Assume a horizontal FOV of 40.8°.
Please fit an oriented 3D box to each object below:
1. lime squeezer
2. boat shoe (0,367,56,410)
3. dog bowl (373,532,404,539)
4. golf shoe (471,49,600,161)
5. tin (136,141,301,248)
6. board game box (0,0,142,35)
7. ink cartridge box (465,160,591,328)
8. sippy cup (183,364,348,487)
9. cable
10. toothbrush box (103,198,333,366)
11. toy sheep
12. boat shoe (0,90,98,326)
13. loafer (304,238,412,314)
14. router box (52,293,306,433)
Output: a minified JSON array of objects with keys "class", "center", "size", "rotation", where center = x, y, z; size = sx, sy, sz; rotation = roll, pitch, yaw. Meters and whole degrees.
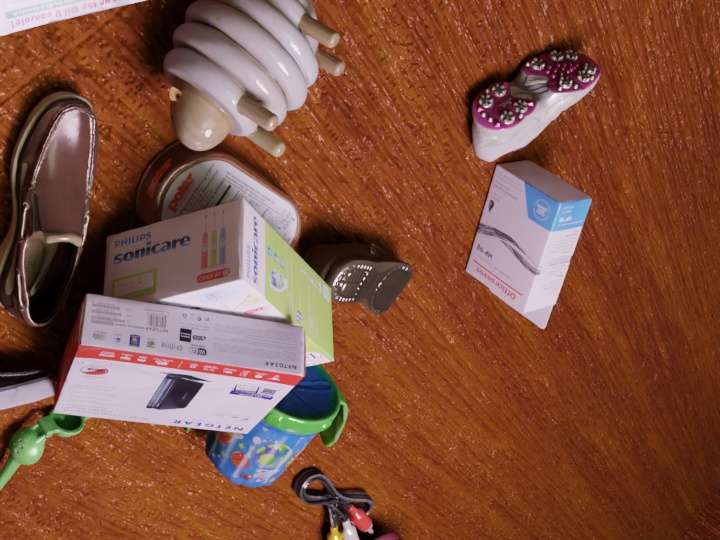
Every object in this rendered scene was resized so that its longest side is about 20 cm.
[{"class":"lime squeezer","center":[-0.304,0.170,0.968],"size":[0.199,0.038,0.071],"rotation":[-37,139,-20]},{"class":"boat shoe","center":[-0.358,0.100,0.841],"size":[0.199,0.068,0.057],"rotation":[-4,84,-49]},{"class":"dog bowl","center":[0.007,0.472,1.449],"size":[0.199,0.074,0.201],"rotation":[-33,158,-15]},{"class":"golf shoe","center":[0.208,-0.201,1.177],"size":[0.199,0.075,0.092],"rotation":[-29,152,-24]},{"class":"tin","center":[-0.134,-0.055,0.964],"size":[0.113,0.042,0.200],"rotation":[-58,142,0]},{"class":"board game box","center":[-0.216,-0.284,0.681],"size":[0.147,0.064,0.202],"rotation":[-23,132,-30]},{"class":"ink cartridge box","center":[0.211,-0.027,1.267],"size":[0.066,0.116,0.202],"rotation":[-12,127,-39]},{"class":"sippy cup","center":[-0.109,0.169,1.099],"size":[0.131,0.177,0.140],"rotation":[-59,-177,26]},{"class":"cable","center":[-0.027,0.333,1.361],"size":[0.097,0.050,0.201],"rotation":[-37,141,-15]},{"class":"toothbrush box","center":[-0.129,0.029,0.927],"size":[0.144,0.087,0.200],"rotation":[-13,150,17]},{"class":"toy sheep","center":[-0.092,-0.186,0.829],"size":[0.201,0.137,0.138],"rotation":[-54,143,-15]},{"class":"boat shoe","center":[-0.255,-0.046,0.818],"size":[0.074,0.075,0.204],"rotation":[-3,121,-43]},{"class":"loafer","center":[0.000,0.000,1.121],"size":[0.076,0.067,0.200],"rotation":[-53,158,7]},{"class":"router box","center":[-0.172,0.093,0.900],"size":[0.198,0.049,0.180],"rotation":[10,151,-20]}]
